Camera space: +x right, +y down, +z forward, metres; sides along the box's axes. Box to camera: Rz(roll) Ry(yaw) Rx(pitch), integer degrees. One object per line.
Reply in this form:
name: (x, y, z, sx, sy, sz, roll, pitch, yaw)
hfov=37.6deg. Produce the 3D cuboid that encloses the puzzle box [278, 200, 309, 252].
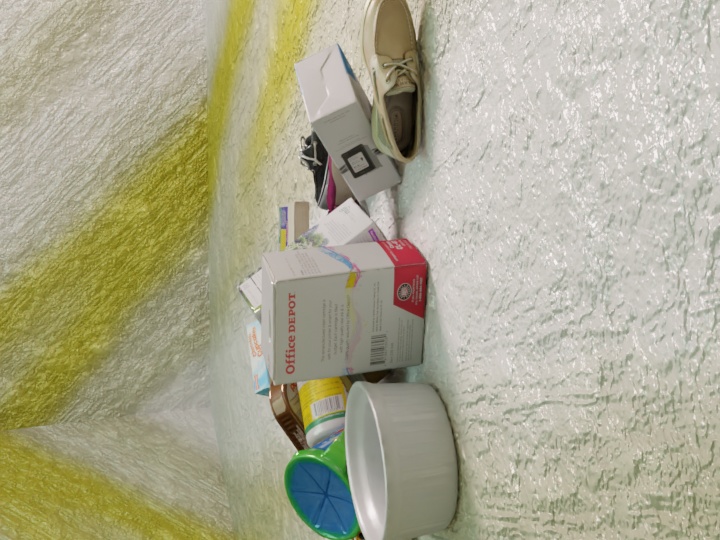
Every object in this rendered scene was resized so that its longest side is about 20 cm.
puzzle box: (-0.102, -0.003, 1.610, 0.133, 0.025, 0.205, -170, 81, -76)

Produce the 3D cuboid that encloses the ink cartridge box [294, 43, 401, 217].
ink cartridge box: (-0.008, -0.177, 1.369, 0.201, 0.066, 0.117, 56, -166, -49)

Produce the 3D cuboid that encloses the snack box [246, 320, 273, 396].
snack box: (-0.106, 0.159, 1.762, 0.037, 0.199, 0.118, -24, 63, 29)

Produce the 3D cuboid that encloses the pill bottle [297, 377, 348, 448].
pill bottle: (-0.044, 0.167, 1.629, 0.113, 0.110, 0.203, 110, 151, -59)

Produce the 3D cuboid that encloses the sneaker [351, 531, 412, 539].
sneaker: (0.019, 0.380, 1.521, 0.200, 0.076, 0.080, 126, 135, -71)

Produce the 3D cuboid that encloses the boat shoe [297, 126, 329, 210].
boat shoe: (-0.063, -0.188, 1.648, 0.074, 0.067, 0.202, -86, 4, -52)

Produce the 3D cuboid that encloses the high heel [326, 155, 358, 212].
high heel: (-0.023, -0.156, 1.546, 0.097, 0.066, 0.203, -118, 16, -47)

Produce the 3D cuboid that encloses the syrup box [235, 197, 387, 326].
syrup box: (-0.058, 0.004, 1.399, 0.079, 0.199, 0.082, 46, 170, 51)

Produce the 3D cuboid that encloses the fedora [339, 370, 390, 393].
fedora: (-0.012, 0.104, 1.485, 0.203, 0.081, 0.201, 59, 175, 7)

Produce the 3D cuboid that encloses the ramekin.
ramekin: (0.049, 0.234, 1.306, 0.200, 0.096, 0.205, 175, 90, -75)

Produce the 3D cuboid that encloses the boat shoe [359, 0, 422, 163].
boat shoe: (0.044, -0.228, 1.244, 0.065, 0.071, 0.204, -136, 38, -59)

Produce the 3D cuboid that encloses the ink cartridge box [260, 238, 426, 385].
ink cartridge box: (-0.023, 0.049, 1.324, 0.086, 0.196, 0.150, -121, 31, -59)

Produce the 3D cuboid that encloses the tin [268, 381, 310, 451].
tin: (-0.067, 0.244, 1.672, 0.201, 0.042, 0.112, 55, -149, -5)

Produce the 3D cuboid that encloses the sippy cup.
sippy cup: (-0.018, 0.284, 1.482, 0.177, 0.130, 0.141, -30, 93, 43)

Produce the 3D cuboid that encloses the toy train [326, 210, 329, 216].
toy train: (-0.019, -0.031, 1.632, 0.201, 0.033, 0.046, -110, 11, -49)
